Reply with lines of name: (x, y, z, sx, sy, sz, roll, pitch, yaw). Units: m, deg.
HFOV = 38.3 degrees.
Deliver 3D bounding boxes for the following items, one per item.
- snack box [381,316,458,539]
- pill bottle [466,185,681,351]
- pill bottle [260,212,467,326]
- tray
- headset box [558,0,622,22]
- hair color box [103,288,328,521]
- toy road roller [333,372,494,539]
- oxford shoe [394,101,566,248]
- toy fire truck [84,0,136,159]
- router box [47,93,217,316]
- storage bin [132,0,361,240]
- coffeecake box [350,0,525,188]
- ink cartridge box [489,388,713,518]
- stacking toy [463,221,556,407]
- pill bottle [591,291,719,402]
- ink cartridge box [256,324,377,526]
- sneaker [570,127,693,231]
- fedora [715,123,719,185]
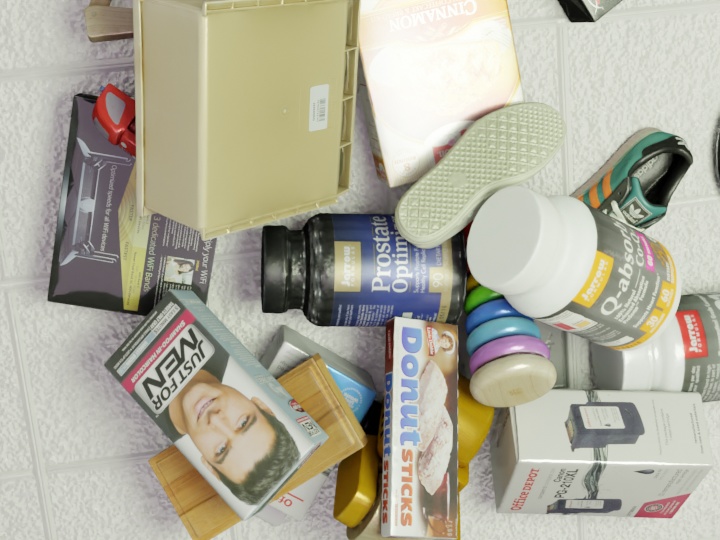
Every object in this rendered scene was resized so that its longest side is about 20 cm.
snack box: (0.057, 0.149, 0.983, 0.071, 0.024, 0.204, 8, 73, -22)
pill bottle: (0.201, -0.002, 0.973, 0.198, 0.116, 0.118, 20, 100, -36)
pill bottle: (0.000, 0.000, 1.032, 0.196, 0.112, 0.114, 0, 103, -8)
tray: (-0.101, 0.177, 1.019, 0.198, 0.037, 0.100, -32, 88, 8)
headset box: (0.256, -0.363, 1.005, 0.199, 0.077, 0.150, -38, 105, 1)
hair color box: (-0.135, 0.123, 0.976, 0.200, 0.061, 0.099, 45, 97, 10)
toy road roller: (0.061, 0.185, 1.039, 0.122, 0.201, 0.147, 31, 119, -13)
oxford shoe: (0.111, -0.091, 0.986, 0.199, 0.058, 0.075, -38, 77, -12)
toy fire truck: (-0.202, -0.221, 0.956, 0.140, 0.049, 0.202, 34, 81, -6)
router box: (-0.215, -0.060, 1.019, 0.154, 0.052, 0.204, 10, 101, -10)
storage bin: (-0.097, -0.154, 0.933, 0.197, 0.093, 0.204, -19, 121, -44)
coffeecake box: (0.073, -0.201, 1.018, 0.151, 0.073, 0.204, -15, 104, -5)
ink cartridge box: (0.242, 0.191, 1.074, 0.196, 0.086, 0.146, 2, 146, -2)
stacking toy: (0.135, 0.029, 1.035, 0.084, 0.086, 0.203, -6, 58, -4)
pill bottle: (0.355, 0.082, 1.097, 0.196, 0.114, 0.116, -5, 103, -7)
ink cartridge box: (-0.081, 0.176, 1.082, 0.115, 0.067, 0.202, 29, 97, -12)
sneaker: (0.263, -0.061, 1.069, 0.071, 0.080, 0.201, 36, 96, -16)
fedora: (0.472, -0.134, 1.076, 0.196, 0.092, 0.205, -2, 102, -7)
